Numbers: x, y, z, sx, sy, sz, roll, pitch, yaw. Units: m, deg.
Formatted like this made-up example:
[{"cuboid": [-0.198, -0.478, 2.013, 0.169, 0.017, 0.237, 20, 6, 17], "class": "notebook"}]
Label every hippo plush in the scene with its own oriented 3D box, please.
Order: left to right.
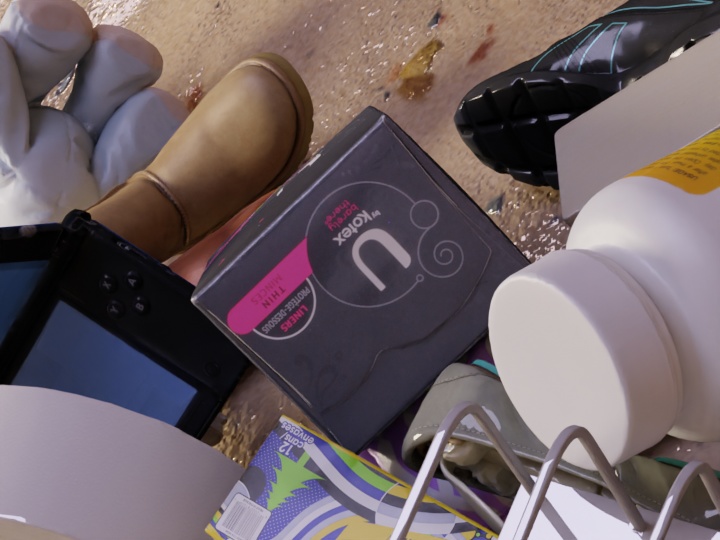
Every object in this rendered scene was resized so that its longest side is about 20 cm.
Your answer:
[{"cuboid": [-0.200, -0.062, 1.622, 0.161, 0.159, 0.200, -28, 77, 58], "class": "hippo plush"}]

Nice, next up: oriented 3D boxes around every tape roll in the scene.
[{"cuboid": [-0.128, 0.136, 1.240, 0.202, 0.202, 0.071, -13, 48, 43], "class": "tape roll"}]

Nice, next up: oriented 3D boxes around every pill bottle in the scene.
[{"cuboid": [0.154, 0.000, 1.044, 0.200, 0.113, 0.113, -27, 22, -28], "class": "pill bottle"}]

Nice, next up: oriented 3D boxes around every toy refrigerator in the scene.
[{"cuboid": [0.191, -0.068, 1.180, 0.200, 0.076, 0.070, -31, 37, 26], "class": "toy refrigerator"}]

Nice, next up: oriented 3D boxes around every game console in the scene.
[{"cuboid": [-0.178, 0.079, 1.315, 0.200, 0.171, 0.118, -56, 0, 30], "class": "game console"}]

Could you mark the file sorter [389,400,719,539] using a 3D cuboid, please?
[{"cuboid": [0.109, 0.143, 0.943, 0.200, 0.125, 0.139, 15, 70, 28], "class": "file sorter"}]

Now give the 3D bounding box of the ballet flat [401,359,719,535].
[{"cuboid": [0.103, 0.101, 1.076, 0.200, 0.067, 0.064, 25, 67, 31], "class": "ballet flat"}]

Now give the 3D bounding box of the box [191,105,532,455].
[{"cuboid": [0.000, 0.000, 1.231, 0.122, 0.106, 0.200, -44, 5, 1], "class": "box"}]

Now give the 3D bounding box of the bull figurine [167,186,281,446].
[{"cuboid": [-0.086, 0.033, 1.420, 0.200, 0.065, 0.121, -43, 35, 13], "class": "bull figurine"}]

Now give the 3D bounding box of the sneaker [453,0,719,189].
[{"cuboid": [0.139, -0.096, 1.289, 0.200, 0.075, 0.079, -13, 36, 33], "class": "sneaker"}]

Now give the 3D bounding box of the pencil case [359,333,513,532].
[{"cuboid": [0.089, 0.058, 1.176, 0.200, 0.084, 0.086, -39, 71, 18], "class": "pencil case"}]

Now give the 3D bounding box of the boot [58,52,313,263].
[{"cuboid": [-0.128, -0.024, 1.426, 0.200, 0.066, 0.175, -34, -13, -46], "class": "boot"}]

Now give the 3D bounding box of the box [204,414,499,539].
[{"cuboid": [0.035, 0.139, 1.093, 0.200, 0.070, 0.064, 28, 78, 32], "class": "box"}]
